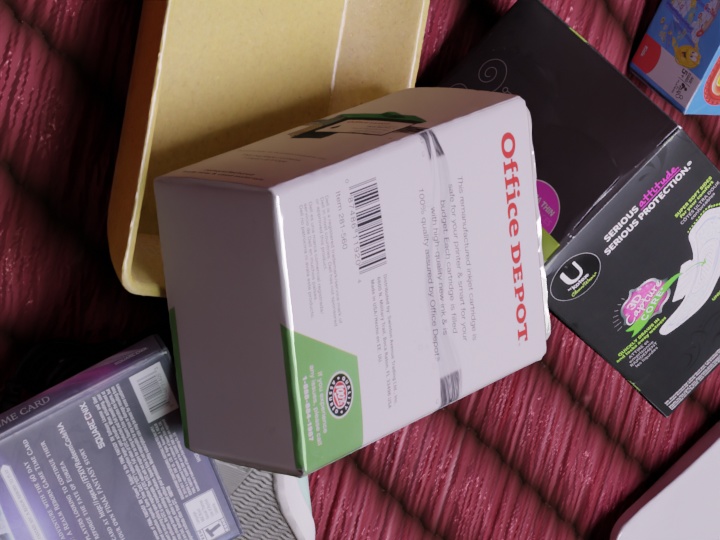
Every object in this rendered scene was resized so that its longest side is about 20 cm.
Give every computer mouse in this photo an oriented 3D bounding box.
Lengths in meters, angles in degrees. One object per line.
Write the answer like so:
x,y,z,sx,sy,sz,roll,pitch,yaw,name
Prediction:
-0.143,0.126,1.507,0.140,0.046,0.200,0,110,-52,computer mouse

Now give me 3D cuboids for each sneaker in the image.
-0.051,0.085,1.575,0.201,0.074,0.118,94,7,-57,sneaker

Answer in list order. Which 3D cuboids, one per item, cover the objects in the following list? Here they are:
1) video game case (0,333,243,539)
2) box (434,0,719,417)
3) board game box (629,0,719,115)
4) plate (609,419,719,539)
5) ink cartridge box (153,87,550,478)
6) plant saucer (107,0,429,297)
-0.167,0.129,1.447,0.200,0.019,0.143,-27,133,-9,video game case
0.135,-0.035,1.647,0.124,0.149,0.200,-45,142,3,box
0.287,-0.190,1.778,0.196,0.056,0.200,-2,127,-43,board game box
0.241,0.189,2.014,0.200,0.032,0.200,-41,137,-29,plate
0.000,0.000,1.453,0.200,0.084,0.146,-22,113,-47,ink cartridge box
-0.054,-0.083,1.474,0.200,0.048,0.200,7,93,-51,plant saucer
